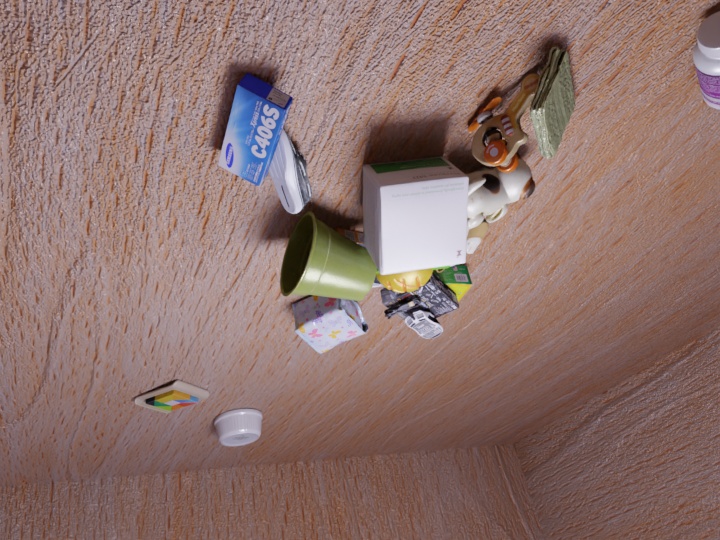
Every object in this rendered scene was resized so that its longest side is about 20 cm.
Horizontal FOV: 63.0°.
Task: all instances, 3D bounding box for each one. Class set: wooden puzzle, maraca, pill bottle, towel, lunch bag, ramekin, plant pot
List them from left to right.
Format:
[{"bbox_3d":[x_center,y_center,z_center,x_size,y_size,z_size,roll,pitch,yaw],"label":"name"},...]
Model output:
[{"bbox_3d":[-0.667,0.457,2.087,0.197,0.038,0.185,-25,147,17],"label":"wooden puzzle"},{"bbox_3d":[-0.495,0.645,2.401,0.198,0.096,0.204,-10,148,-6],"label":"ramekin"},{"bbox_3d":[-0.087,0.152,1.752,0.167,0.129,0.200,-25,138,14],"label":"lunch bag"},{"bbox_3d":[-0.067,-0.013,1.385,0.187,0.203,0.200,17,139,-23],"label":"plant pot"},{"bbox_3d":[0.120,-0.005,1.388,0.197,0.109,0.136,-11,173,40],"label":"maraca"},{"bbox_3d":[0.382,-0.329,1.171,0.036,0.151,0.200,20,170,32],"label":"towel"},{"bbox_3d":[0.731,-0.420,1.174,0.111,0.114,0.199,-30,146,25],"label":"pill bottle"}]

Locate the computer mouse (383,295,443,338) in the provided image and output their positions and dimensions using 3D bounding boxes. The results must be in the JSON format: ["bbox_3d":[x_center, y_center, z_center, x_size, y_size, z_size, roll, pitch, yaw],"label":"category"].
[{"bbox_3d":[0.162,0.135,1.667,0.109,0.044,0.199,-32,136,23],"label":"computer mouse"}]

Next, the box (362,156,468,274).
[{"bbox_3d":[0.114,-0.123,1.277,0.195,0.172,0.204,-7,117,-10],"label":"box"}]

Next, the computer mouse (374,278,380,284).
[{"bbox_3d":[0.105,-0.020,1.488,0.196,0.047,0.142,-5,138,-18],"label":"computer mouse"}]

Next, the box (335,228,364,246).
[{"bbox_3d":[-0.003,-0.046,1.548,0.197,0.042,0.119,11,141,-31],"label":"box"}]

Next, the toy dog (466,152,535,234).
[{"bbox_3d":[0.297,-0.193,1.352,0.197,0.141,0.195,-23,154,-8],"label":"toy dog"}]

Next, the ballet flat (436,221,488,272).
[{"bbox_3d":[0.278,-0.059,1.616,0.068,0.064,0.199,19,135,-43],"label":"ballet flat"}]

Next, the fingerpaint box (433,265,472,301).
[{"bbox_3d":[0.206,0.054,1.757,0.196,0.074,0.168,2,145,-20],"label":"fingerpaint box"}]

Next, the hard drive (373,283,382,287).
[{"bbox_3d":[0.000,0.000,1.551,0.196,0.038,0.141,-6,148,-16],"label":"hard drive"}]

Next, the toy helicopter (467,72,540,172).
[{"bbox_3d":[0.296,-0.310,1.194,0.078,0.132,0.202,10,120,-52],"label":"toy helicopter"}]

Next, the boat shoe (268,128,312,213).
[{"bbox_3d":[-0.146,-0.215,1.195,0.071,0.071,0.202,-46,144,-33],"label":"boat shoe"}]

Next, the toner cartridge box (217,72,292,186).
[{"bbox_3d":[-0.199,-0.255,1.094,0.094,0.044,0.201,27,139,-4],"label":"toner cartridge box"}]

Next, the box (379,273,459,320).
[{"bbox_3d":[0.171,0.082,1.672,0.156,0.051,0.199,-26,144,22],"label":"box"}]
